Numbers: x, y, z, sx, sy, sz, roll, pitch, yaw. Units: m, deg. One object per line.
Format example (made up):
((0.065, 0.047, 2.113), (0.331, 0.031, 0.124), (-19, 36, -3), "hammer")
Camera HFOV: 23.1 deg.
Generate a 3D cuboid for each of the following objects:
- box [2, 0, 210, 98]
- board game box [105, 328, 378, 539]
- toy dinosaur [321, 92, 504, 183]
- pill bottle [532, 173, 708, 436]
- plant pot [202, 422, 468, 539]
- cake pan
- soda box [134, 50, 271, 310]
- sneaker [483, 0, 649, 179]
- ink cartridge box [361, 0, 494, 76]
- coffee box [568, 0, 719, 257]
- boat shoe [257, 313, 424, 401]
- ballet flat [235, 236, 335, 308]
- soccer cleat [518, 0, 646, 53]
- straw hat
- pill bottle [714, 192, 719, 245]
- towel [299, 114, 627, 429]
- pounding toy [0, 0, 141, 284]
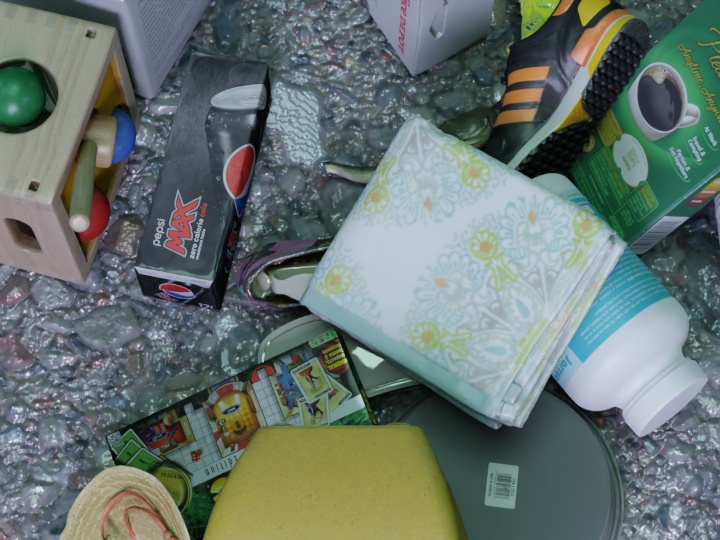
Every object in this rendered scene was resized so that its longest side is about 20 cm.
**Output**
((-0.223, -0.290, 1.462), (0.198, 0.172, 0.201), (23, 69, 10), "box")
((-0.087, 0.132, 1.334), (0.199, 0.023, 0.105), (-26, 75, 6), "board game box")
((0.077, -0.089, 1.446), (0.199, 0.048, 0.088), (-23, 65, -4), "toy dinosaur")
((0.176, 0.030, 1.355), (0.111, 0.111, 0.200), (-35, 70, -13), "pill bottle")
((-0.011, 0.212, 1.213), (0.193, 0.196, 0.201), (-1, 74, 7), "plant pot")
((0.103, 0.169, 1.338), (0.199, 0.037, 0.202), (0, 67, 0), "cake pan")
((-0.125, -0.074, 1.430), (0.070, 0.063, 0.201), (10, 68, 5), "soda box")
((0.139, -0.136, 1.395), (0.090, 0.070, 0.200), (45, 107, 30), "sneaker")
((0.031, -0.287, 1.472), (0.083, 0.145, 0.201), (-28, 69, -13), "ink cartridge box")
((0.249, -0.111, 1.376), (0.044, 0.200, 0.123), (2, 55, -42), "coffee box")
((0.021, 0.062, 1.368), (0.199, 0.062, 0.075), (-12, 81, 11), "boat shoe")
((0.000, 0.000, 1.389), (0.199, 0.070, 0.071), (-9, 23, -1), "ballet flat")
((0.159, -0.219, 1.469), (0.083, 0.065, 0.201), (-18, 57, -23), "soccer cleat")
((-0.142, 0.244, 1.279), (0.085, 0.201, 0.202), (6, 58, -44), "straw hat")
((0.337, -0.049, 1.385), (0.113, 0.114, 0.201), (-2, 67, 0), "pill bottle")
((0.075, 0.002, 1.309), (0.199, 0.048, 0.172), (31, 86, 20), "towel")
((-0.236, -0.090, 1.363), (0.141, 0.200, 0.185), (14, 68, 6), "pounding toy")
